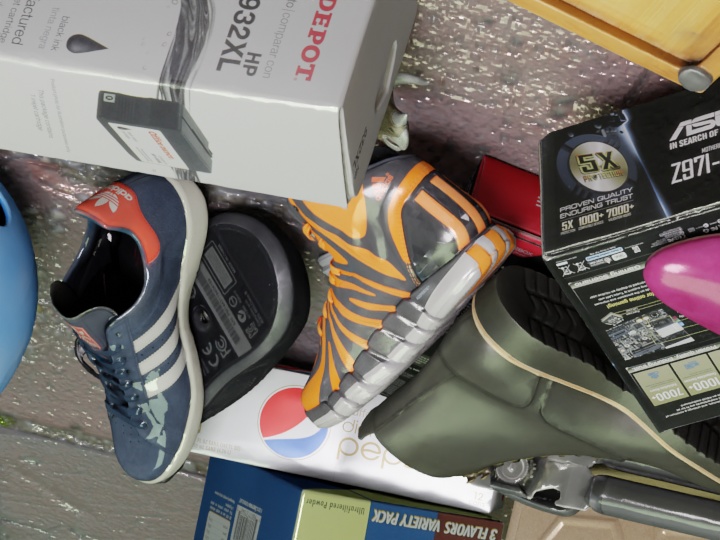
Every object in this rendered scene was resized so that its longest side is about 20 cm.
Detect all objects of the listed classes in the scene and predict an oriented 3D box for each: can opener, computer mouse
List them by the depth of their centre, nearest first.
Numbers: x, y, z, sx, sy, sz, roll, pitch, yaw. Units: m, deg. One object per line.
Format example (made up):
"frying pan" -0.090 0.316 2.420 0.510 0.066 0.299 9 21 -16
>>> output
"can opener" 0.156 0.123 1.734 0.200 0.053 0.067 13 167 17
"computer mouse" -0.090 0.028 1.793 0.053 0.139 0.200 -14 163 -44

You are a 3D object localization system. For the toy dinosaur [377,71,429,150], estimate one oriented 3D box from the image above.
"toy dinosaur" -0.058 -0.109 1.597 0.200 0.077 0.102 20 135 8

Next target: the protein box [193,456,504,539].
"protein box" -0.024 0.230 1.867 0.135 0.200 0.199 11 180 -20

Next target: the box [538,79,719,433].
"box" 0.214 -0.018 1.537 0.200 0.086 0.164 -17 136 21

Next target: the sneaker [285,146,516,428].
"sneaker" 0.000 0.000 1.660 0.112 0.078 0.200 45 133 5

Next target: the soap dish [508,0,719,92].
"soap dish" 0.150 -0.174 1.378 0.157 0.081 0.200 25 145 -13

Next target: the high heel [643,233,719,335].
"high heel" 0.233 0.043 1.466 0.200 0.096 0.067 12 139 -13

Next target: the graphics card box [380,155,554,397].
"graphics card box" 0.091 0.025 1.723 0.125 0.051 0.200 20 143 -6

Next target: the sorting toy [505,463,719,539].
"sorting toy" 0.158 0.215 1.747 0.185 0.200 0.036 3 163 31

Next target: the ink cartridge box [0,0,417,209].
"ink cartridge box" -0.084 -0.126 1.497 0.200 0.145 0.084 10 146 11

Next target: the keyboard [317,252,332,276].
"keyboard" 0.065 0.037 1.802 0.200 0.011 0.056 34 139 -25

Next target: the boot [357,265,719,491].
"boot" 0.113 0.089 1.667 0.200 0.077 0.138 34 126 -18

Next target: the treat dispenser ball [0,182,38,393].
"treat dispenser ball" -0.289 0.010 1.744 0.201 0.201 0.201 12 147 8

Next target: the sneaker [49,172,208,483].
"sneaker" -0.142 0.038 1.747 0.075 0.084 0.200 20 118 39

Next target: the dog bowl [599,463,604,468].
"dog bowl" 0.242 0.098 1.764 0.200 0.059 0.200 12 148 8

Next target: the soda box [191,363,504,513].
"soda box" -0.006 0.100 1.854 0.200 0.064 0.068 11 180 9
